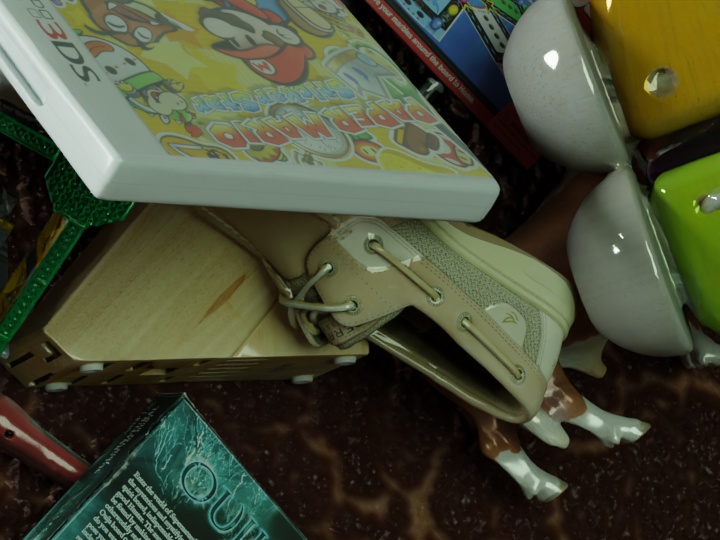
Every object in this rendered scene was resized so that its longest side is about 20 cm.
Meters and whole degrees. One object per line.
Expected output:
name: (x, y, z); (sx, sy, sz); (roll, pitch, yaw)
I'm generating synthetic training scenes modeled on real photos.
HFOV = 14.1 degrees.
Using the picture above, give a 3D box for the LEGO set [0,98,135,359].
LEGO set: (-0.186, -0.052, 1.153); (0.200, 0.116, 0.154); (20, 111, -16)

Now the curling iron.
curling iron: (-0.155, 0.070, 1.204); (0.200, 0.026, 0.050); (43, 62, -11)

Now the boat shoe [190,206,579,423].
boat shoe: (0.000, 0.000, 1.201); (0.200, 0.072, 0.065); (28, 66, -23)

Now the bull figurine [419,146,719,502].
bull figurine: (0.107, 0.010, 1.323); (0.200, 0.065, 0.121); (-37, 90, -28)

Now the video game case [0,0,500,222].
video game case: (-0.064, -0.087, 1.142); (0.200, 0.023, 0.182); (3, 38, -44)

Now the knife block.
knife block: (-0.059, -0.040, 1.257); (0.200, 0.064, 0.176); (-1, 78, -26)

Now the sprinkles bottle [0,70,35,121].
sprinkles bottle: (-0.127, -0.166, 1.249); (0.068, 0.068, 0.200); (6, 76, -25)

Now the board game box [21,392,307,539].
board game box: (-0.059, 0.168, 1.206); (0.135, 0.028, 0.200); (-47, 110, -25)

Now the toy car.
toy car: (0.167, -0.058, 1.262); (0.175, 0.150, 0.200); (-20, 82, 8)

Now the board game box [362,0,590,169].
board game box: (0.049, -0.142, 1.275); (0.103, 0.019, 0.200); (-46, 123, 1)
